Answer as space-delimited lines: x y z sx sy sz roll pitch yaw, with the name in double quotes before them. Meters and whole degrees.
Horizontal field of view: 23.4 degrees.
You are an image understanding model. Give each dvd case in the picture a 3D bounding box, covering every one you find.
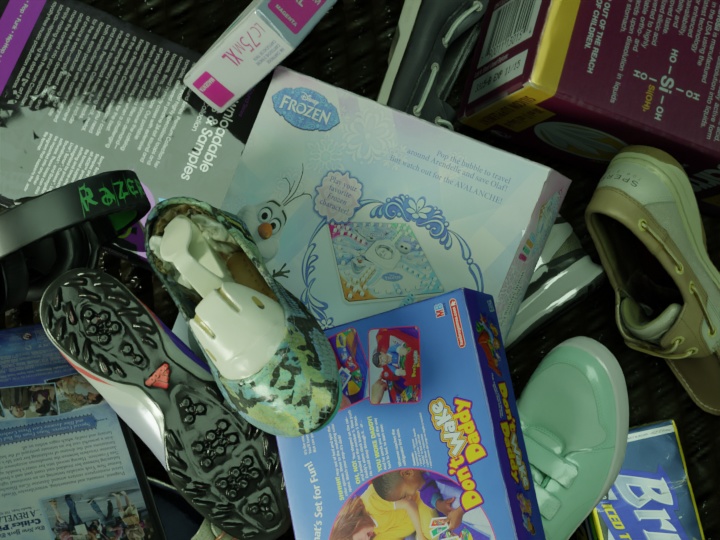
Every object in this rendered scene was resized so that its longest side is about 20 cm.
"dvd case" -0.205 0.110 1.034 0.143 0.018 0.200 -9 46 -18

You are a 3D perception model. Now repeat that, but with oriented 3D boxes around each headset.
"headset" -0.221 -0.019 1.056 0.200 0.123 0.094 -29 85 29

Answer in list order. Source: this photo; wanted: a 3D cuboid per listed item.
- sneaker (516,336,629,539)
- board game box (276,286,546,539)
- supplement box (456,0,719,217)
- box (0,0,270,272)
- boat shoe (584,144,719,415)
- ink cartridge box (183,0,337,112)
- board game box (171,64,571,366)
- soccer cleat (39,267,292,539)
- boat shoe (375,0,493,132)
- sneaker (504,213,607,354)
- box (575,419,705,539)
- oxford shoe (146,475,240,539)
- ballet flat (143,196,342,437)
"sneaker" 0.089 0.135 1.037 0.074 0.118 0.201 29 105 29
"board game box" 0.027 0.124 0.983 0.134 0.045 0.200 -17 77 24
"supplement box" 0.183 -0.118 1.112 0.200 0.131 0.103 19 79 -14
"box" -0.167 -0.090 1.134 0.200 0.036 0.143 23 78 0
"boat shoe" 0.190 0.019 1.097 0.066 0.074 0.200 -44 118 -30
"ink cartridge box" -0.023 -0.194 1.110 0.042 0.119 0.200 41 61 -11
"board game box" 0.000 0.000 1.062 0.200 0.043 0.199 24 94 27
"soccer cleat" -0.110 0.080 1.039 0.068 0.073 0.200 -44 86 -6
"boat shoe" 0.041 -0.105 1.141 0.063 0.073 0.200 15 73 0
"sneaker" 0.046 0.016 1.115 0.200 0.076 0.115 -34 81 -7
"box" 0.183 0.199 1.100 0.070 0.064 0.200 -11 81 -8
"oxford shoe" -0.080 0.184 1.042 0.200 0.074 0.071 25 63 16
"ballet flat" -0.077 0.021 0.994 0.074 0.074 0.200 -28 39 -11
